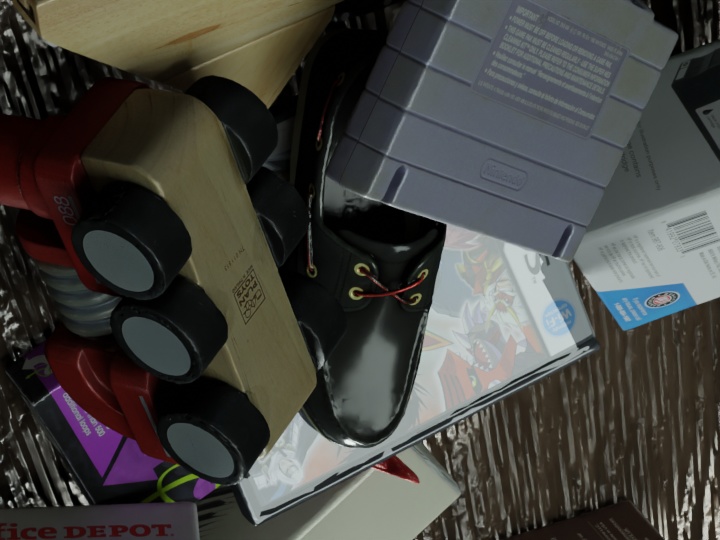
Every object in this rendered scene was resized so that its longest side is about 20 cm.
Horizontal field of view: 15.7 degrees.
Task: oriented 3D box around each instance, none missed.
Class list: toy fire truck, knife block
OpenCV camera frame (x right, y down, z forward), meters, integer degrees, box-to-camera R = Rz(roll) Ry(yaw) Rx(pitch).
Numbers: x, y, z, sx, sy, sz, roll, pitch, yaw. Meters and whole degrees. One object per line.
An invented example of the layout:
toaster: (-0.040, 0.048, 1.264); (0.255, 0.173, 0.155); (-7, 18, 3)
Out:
toy fire truck: (-0.134, 0.004, 1.156); (0.129, 0.199, 0.177); (-54, 141, -33)
knife block: (-0.043, -0.161, 1.130); (0.200, 0.064, 0.176); (17, 113, -46)

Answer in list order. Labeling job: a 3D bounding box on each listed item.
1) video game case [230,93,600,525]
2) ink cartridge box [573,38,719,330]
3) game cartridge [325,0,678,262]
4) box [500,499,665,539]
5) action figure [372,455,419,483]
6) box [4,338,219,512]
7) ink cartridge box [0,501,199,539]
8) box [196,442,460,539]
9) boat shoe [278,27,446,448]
video game case: (0.000, 0.000, 1.269); (0.199, 0.025, 0.181); (-26, 107, -14)
ink cartridge box: (0.203, -0.056, 1.338); (0.199, 0.085, 0.145); (-19, 157, 11)
game cartridge: (0.068, -0.080, 1.178); (0.200, 0.038, 0.130); (16, 97, -58)
box: (0.095, 0.220, 1.594); (0.199, 0.075, 0.100); (-13, 134, -28)
action figure: (0.048, 0.009, 1.340); (0.065, 0.052, 0.201); (28, 80, -55)
box: (-0.067, 0.041, 1.320); (0.200, 0.036, 0.143); (-37, 141, -10)
ink cartridge box: (-0.144, 0.210, 1.257); (0.145, 0.200, 0.084); (-1, 130, -9)
box: (-0.049, 0.152, 1.414); (0.200, 0.068, 0.082); (-43, 141, 1)
boat shoe: (0.002, -0.011, 1.223); (0.073, 0.063, 0.203); (-2, 102, -20)
